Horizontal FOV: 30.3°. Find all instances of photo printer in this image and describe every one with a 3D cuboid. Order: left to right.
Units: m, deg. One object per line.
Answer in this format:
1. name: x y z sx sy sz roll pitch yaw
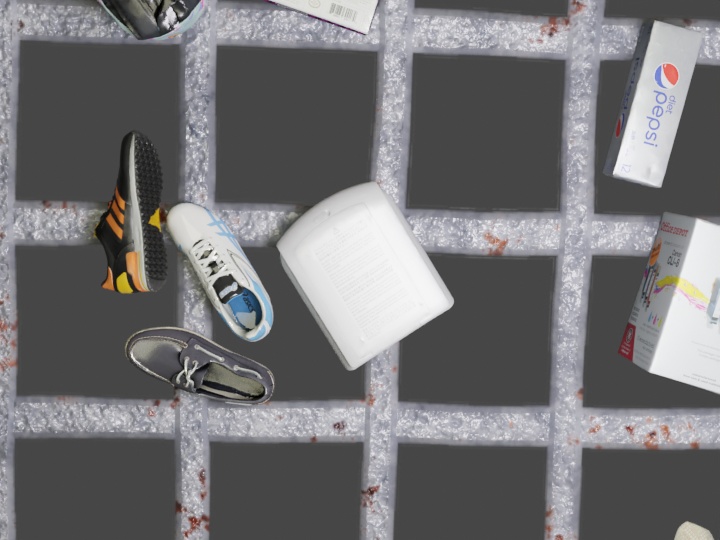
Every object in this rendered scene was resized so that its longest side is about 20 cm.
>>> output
1. photo printer: 0.000 0.000 1.684 0.165 0.069 0.201 -33 97 0

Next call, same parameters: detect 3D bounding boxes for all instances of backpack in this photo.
1. backpack: -0.263 -0.376 1.593 0.166 0.127 0.201 -30 99 11

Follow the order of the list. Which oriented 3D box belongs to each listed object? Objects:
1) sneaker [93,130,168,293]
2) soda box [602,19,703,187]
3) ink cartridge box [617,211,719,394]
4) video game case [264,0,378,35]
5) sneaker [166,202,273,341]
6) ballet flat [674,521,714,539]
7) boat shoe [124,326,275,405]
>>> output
1. sneaker: -0.296 -0.071 1.654 0.089 0.070 0.203 -6 88 19
2. soda box: 0.370 -0.210 1.691 0.067 0.063 0.202 13 95 -5
3. ink cartridge box: 0.438 0.041 1.684 0.143 0.145 0.202 17 94 -6
4. video game case: -0.056 -0.410 1.649 0.198 0.036 0.183 17 95 -6
5. sneaker: -0.174 -0.001 1.670 0.072 0.072 0.201 -34 97 2
6. ballet flat: 0.456 0.437 1.773 0.067 0.062 0.203 -6 97 -4
7. boat shoe: -0.203 0.123 1.685 0.198 0.063 0.073 19 95 -6
